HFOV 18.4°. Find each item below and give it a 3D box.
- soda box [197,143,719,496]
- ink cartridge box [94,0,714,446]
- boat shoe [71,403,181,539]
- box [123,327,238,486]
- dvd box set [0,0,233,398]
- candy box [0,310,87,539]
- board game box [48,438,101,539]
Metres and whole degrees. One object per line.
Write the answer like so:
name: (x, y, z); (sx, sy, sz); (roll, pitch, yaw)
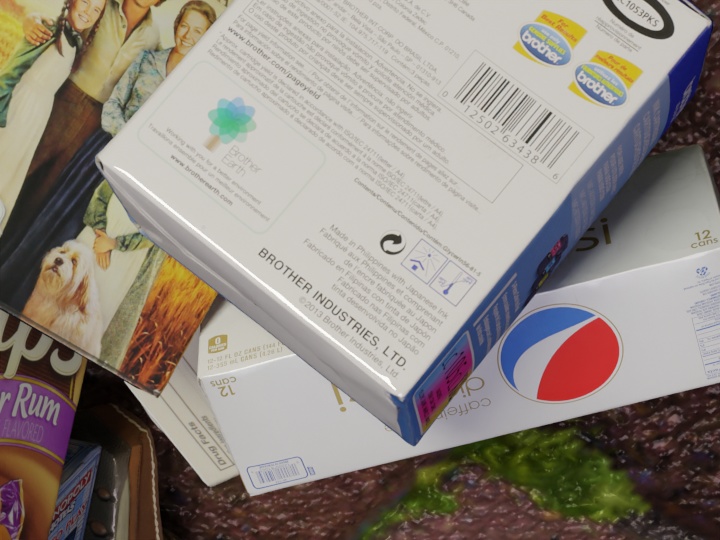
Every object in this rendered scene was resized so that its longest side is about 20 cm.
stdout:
soda box: (0.042, 0.019, 0.832); (0.199, 0.068, 0.064); (-14, 126, 8)
ink cartridge box: (0.027, -0.062, 0.769); (0.136, 0.076, 0.200); (38, 81, 12)
boat shoe: (-0.116, 0.144, 1.029); (0.074, 0.076, 0.201); (-21, 135, -39)
box: (0.000, 0.000, 0.909); (0.199, 0.078, 0.095); (-23, 125, 15)
dvd box set: (-0.084, -0.075, 0.806); (0.146, 0.029, 0.201); (33, 83, -26)
candy box: (-0.161, 0.041, 0.841); (0.056, 0.201, 0.117); (-6, 151, 27)
board game box: (-0.201, 0.119, 0.972); (0.200, 0.062, 0.200); (38, 129, 5)
